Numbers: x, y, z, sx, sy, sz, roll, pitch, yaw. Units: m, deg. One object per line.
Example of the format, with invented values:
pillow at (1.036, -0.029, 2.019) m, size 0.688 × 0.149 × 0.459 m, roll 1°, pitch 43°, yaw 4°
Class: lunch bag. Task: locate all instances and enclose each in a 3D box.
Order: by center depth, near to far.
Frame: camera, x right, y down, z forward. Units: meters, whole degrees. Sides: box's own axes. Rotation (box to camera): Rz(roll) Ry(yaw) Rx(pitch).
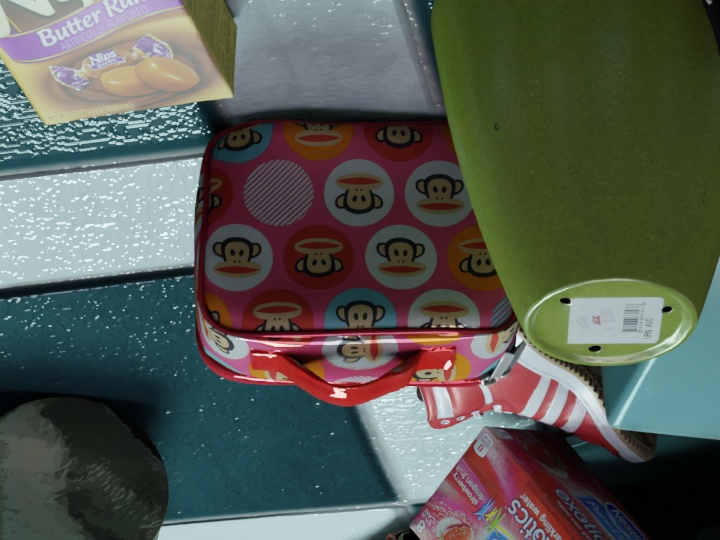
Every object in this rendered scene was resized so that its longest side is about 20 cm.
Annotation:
lunch bag at (0.000, 0.000, 1.481) m, size 0.199 × 0.177 × 0.082 m, roll 1°, pitch 148°, yaw -1°

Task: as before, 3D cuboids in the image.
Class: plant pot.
plant pot at (0.132, -0.058, 1.364) m, size 0.186 × 0.201 × 0.187 m, roll 0°, pitch 148°, yaw 0°
plant pot at (0.236, -0.013, 1.505) m, size 0.141 × 0.142 × 0.200 m, roll 6°, pitch 141°, yaw -10°
plant pot at (0.254, 0.218, 1.832) m, size 0.196 × 0.197 × 0.200 m, roll -22°, pitch 155°, yaw 32°

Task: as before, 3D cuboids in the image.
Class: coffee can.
coffee can at (-0.225, 0.204, 1.842) m, size 0.146 × 0.147 × 0.200 m, roll 6°, pitch 148°, yaw -9°

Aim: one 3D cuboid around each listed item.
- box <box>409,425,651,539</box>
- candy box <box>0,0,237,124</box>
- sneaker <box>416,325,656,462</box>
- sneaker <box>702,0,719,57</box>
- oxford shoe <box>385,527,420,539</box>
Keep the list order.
box at (0.141, 0.210, 1.725) m, size 0.095 × 0.200 × 0.100 m, roll 10°, pitch 123°, yaw -51°
candy box at (-0.151, -0.160, 1.339) m, size 0.116 × 0.057 × 0.200 m, roll -8°, pitch 146°, yaw 14°
sneaker at (0.113, 0.083, 1.716) m, size 0.112 × 0.071 × 0.200 m, roll -25°, pitch 133°, yaw 28°
sneaker at (0.233, -0.125, 1.314) m, size 0.200 × 0.088 × 0.074 m, roll 43°, pitch 141°, yaw -22°
oxford shoe at (0.027, 0.235, 1.990) m, size 0.199 × 0.071 × 0.075 m, roll -11°, pitch 120°, yaw 21°
